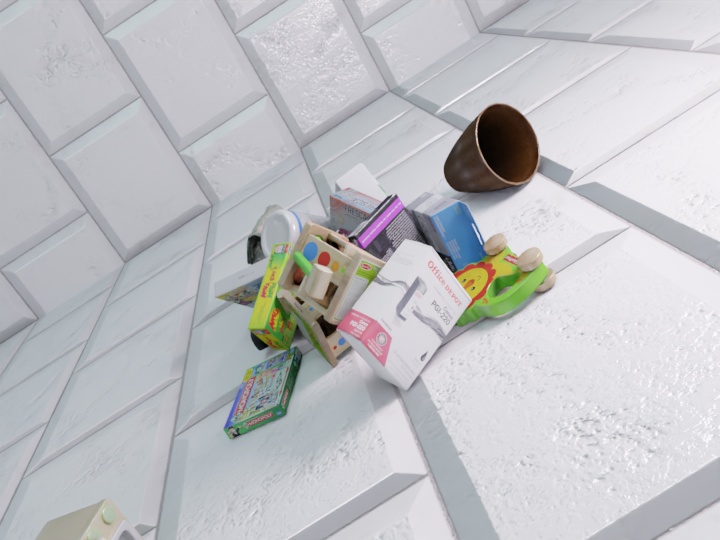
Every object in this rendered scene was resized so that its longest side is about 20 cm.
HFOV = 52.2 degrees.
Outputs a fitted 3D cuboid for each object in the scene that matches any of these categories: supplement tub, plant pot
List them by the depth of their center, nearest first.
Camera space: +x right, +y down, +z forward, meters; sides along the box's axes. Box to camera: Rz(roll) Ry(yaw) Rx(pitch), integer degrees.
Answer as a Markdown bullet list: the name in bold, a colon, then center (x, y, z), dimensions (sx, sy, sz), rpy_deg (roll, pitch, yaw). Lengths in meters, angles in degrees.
- **plant pot**: center (0.285, -0.259, 1.721), dimensions (0.187, 0.188, 0.199), rpy_deg (-45, 9, -31)
- **supplement tub**: center (-0.137, -0.074, 1.822), dimensions (0.130, 0.136, 0.197), rpy_deg (-11, -11, 43)

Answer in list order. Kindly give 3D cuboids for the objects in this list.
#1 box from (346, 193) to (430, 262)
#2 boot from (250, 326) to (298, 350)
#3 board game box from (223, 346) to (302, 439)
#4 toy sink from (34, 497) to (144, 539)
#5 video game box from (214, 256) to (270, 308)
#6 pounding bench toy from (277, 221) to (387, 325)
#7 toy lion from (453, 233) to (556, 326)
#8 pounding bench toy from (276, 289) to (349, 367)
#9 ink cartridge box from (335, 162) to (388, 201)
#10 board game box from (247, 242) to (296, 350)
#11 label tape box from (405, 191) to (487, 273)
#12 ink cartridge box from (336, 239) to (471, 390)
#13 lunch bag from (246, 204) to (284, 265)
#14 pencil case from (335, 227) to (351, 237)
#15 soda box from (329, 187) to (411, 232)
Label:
- **box**: center (0.076, -0.027, 1.443), dimensions (0.143, 0.202, 0.036), rpy_deg (-45, 16, -33)
- **boot**: center (-0.162, 0.092, 1.702), dimensions (0.165, 0.077, 0.201), rpy_deg (-26, 21, 13)
- **board game box**: center (-0.193, 0.243, 1.482), dimensions (0.132, 0.029, 0.201), rpy_deg (-26, 22, 17)
- **toy sink**: center (-0.429, 0.465, 1.195), dimensions (0.197, 0.132, 0.113), rpy_deg (-24, 21, 23)
- **video game box**: center (-0.226, 0.035, 1.793), dimensions (0.197, 0.181, 0.048), rpy_deg (-22, 67, 29)
- **pounding bench toy**: center (-0.065, 0.000, 1.265), dimensions (0.154, 0.199, 0.127), rpy_deg (31, 96, 33)
- **toy lion**: center (0.224, 0.030, 1.312), dimensions (0.191, 0.069, 0.200), rpy_deg (-43, 22, -5)
- **pounding bench toy**: center (-0.065, 0.057, 1.481), dimensions (0.155, 0.126, 0.199), rpy_deg (-37, 43, -14)
- **ink cartridge box**: center (0.010, -0.137, 1.741), dimensions (0.083, 0.146, 0.201), rpy_deg (-36, -13, -13)
- **board game box**: center (-0.169, 0.056, 1.577), dimensions (0.047, 0.102, 0.204), rpy_deg (-3, 59, 31)
- **label tape box**: center (0.176, -0.069, 1.466), dimensions (0.065, 0.145, 0.200), rpy_deg (-32, 20, -8)
- **ink cartridge box**: center (0.077, 0.073, 1.242), dimensions (0.201, 0.146, 0.084), rpy_deg (-52, 33, -15)
- **lunch bag**: center (-0.216, -0.054, 1.925), dimensions (0.115, 0.203, 0.165), rpy_deg (-19, 25, 27)
- **pencil case**: center (0.033, -0.041, 1.596), dimensions (0.196, 0.085, 0.086), rpy_deg (20, 20, 29)
- **soda box**: center (0.018, -0.110, 1.563), dimensions (0.063, 0.070, 0.198), rpy_deg (-24, 37, -35)
